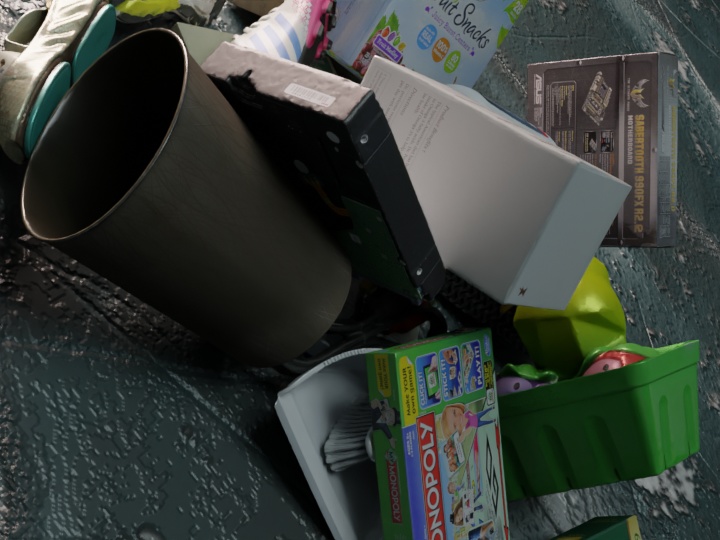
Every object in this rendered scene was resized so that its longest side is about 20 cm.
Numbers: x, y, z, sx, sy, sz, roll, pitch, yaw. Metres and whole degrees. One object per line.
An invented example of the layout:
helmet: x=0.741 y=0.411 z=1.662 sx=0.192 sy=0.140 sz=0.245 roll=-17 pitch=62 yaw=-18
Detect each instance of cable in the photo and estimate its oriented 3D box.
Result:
cable: x=-0.001 y=0.045 z=0.915 sx=0.200 sy=0.050 sz=0.098 roll=-31 pitch=107 yaw=-38

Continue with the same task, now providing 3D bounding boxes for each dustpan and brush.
dustpan and brush: x=0.028 y=0.102 z=0.873 sx=0.200 sy=0.057 sz=0.140 roll=-44 pitch=114 yaw=-55

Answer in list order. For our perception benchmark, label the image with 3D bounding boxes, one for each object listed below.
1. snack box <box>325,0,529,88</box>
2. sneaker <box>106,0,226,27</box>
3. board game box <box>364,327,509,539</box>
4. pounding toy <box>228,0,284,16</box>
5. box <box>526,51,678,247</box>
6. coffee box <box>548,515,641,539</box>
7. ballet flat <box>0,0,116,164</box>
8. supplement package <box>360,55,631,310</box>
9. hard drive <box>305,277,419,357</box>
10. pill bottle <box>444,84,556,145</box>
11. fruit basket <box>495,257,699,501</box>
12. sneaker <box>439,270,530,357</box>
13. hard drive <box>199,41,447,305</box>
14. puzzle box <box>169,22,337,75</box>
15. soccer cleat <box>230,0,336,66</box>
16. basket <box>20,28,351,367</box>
snack box: x=0.061 y=-0.244 z=1.122 sx=0.068 sy=0.169 sz=0.200 roll=36 pitch=5 yaw=29
sneaker: x=-0.172 y=-0.260 z=0.986 sx=0.085 sy=0.075 sz=0.200 roll=38 pitch=21 yaw=12
board game box: x=0.061 y=0.150 z=0.856 sx=0.134 sy=0.029 sz=0.201 roll=-10 pitch=95 yaw=-55
pounding toy: x=-0.014 y=-0.303 z=1.130 sx=0.142 sy=0.201 sz=0.184 roll=26 pitch=29 yaw=17
box: x=0.254 y=-0.125 z=1.232 sx=0.048 sy=0.158 sz=0.201 roll=-4 pitch=94 yaw=-51
coffee box: x=0.172 y=0.273 z=0.915 sx=0.200 sy=0.044 sz=0.124 roll=-3 pitch=80 yaw=-52
ballet flat: x=-0.233 y=-0.142 z=0.832 sx=0.062 sy=0.068 sz=0.200 roll=15 pitch=37 yaw=-2
supplement package: x=0.087 y=-0.068 z=0.912 sx=0.200 sy=0.117 sz=0.117 roll=34 pitch=13 yaw=30
hard drive: x=0.000 y=0.000 z=0.978 sx=0.132 sy=0.025 sz=0.201 roll=36 pitch=45 yaw=-25
pill bottle: x=0.099 y=-0.111 z=1.122 sx=0.200 sy=0.119 sz=0.120 roll=20 pitch=45 yaw=-47
fruit basket: x=0.176 y=0.077 z=0.983 sx=0.155 sy=0.215 sz=0.216 roll=-8 pitch=66 yaw=-53
sneaker: x=0.128 y=0.014 z=1.122 sx=0.200 sy=0.070 sz=0.090 roll=40 pitch=8 yaw=-7
hard drive: x=-0.022 y=-0.065 z=0.821 sx=0.038 sy=0.139 sz=0.200 roll=-50 pitch=142 yaw=-21
puzzle box: x=-0.076 y=-0.147 z=1.042 sx=0.199 sy=0.025 sz=0.134 roll=1 pitch=59 yaw=-50
soccer cleat: x=-0.073 y=-0.192 z=0.978 sx=0.086 sy=0.070 sz=0.201 roll=13 pitch=50 yaw=4
basket: x=-0.106 y=-0.032 z=0.780 sx=0.200 sy=0.136 sz=0.181 roll=46 pitch=30 yaw=-38
